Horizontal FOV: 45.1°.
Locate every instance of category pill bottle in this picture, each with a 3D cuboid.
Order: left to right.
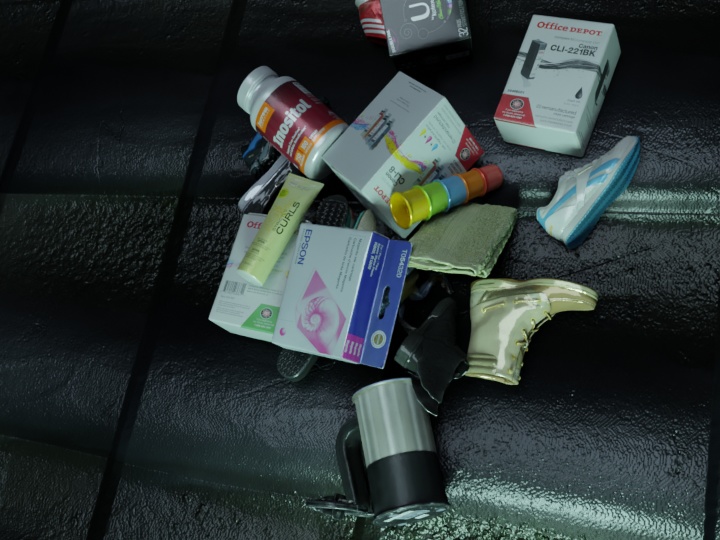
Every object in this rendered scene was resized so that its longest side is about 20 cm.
[{"bbox_3d":[-0.117,-0.258,1.494,0.199,0.113,0.113,41,88,16],"label":"pill bottle"}]

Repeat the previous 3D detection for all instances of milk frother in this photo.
[{"bbox_3d":[0.014,0.264,1.252,0.178,0.200,0.191,-21,62,18],"label":"milk frother"}]

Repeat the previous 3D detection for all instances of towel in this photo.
[{"bbox_3d":[0.157,-0.055,1.354,0.146,0.037,0.200,10,35,25],"label":"towel"}]

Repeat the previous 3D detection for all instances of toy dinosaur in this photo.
[{"bbox_3d":[0.058,0.049,1.414,0.180,0.105,0.201,-30,27,20],"label":"toy dinosaur"}]

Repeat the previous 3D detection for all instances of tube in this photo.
[{"bbox_3d":[-0.138,-0.072,1.446,0.058,0.052,0.202,32,74,-11],"label":"tube"}]

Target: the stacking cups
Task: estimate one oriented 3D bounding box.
[{"bbox_3d":[0.142,-0.127,1.378,0.198,0.061,0.061,-24,56,-25],"label":"stacking cups"}]

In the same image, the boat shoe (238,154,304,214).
[{"bbox_3d":[-0.134,-0.162,1.570,0.200,0.070,0.066,-44,77,-2],"label":"boat shoe"}]

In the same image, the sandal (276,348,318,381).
[{"bbox_3d":[-0.062,0.097,1.437,0.075,0.048,0.201,38,85,35],"label":"sandal"}]

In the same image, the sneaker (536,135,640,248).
[{"bbox_3d":[0.355,-0.134,1.338,0.201,0.077,0.081,-49,57,-4],"label":"sneaker"}]

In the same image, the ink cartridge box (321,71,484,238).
[{"bbox_3d":[0.068,-0.189,1.426,0.200,0.145,0.145,-47,42,1],"label":"ink cartridge box"}]

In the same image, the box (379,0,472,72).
[{"bbox_3d":[0.108,-0.471,1.506,0.146,0.124,0.204,-11,89,8],"label":"box"}]

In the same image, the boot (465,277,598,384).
[{"bbox_3d":[0.250,0.093,1.291,0.196,0.073,0.158,1,69,26],"label":"boot"}]

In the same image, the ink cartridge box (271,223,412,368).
[{"bbox_3d":[-0.031,0.034,1.331,0.197,0.043,0.200,7,79,36],"label":"ink cartridge box"}]

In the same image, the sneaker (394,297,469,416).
[{"bbox_3d":[0.123,0.124,1.304,0.103,0.061,0.199,34,42,16],"label":"sneaker"}]

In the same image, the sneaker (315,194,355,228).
[{"bbox_3d":[-0.048,-0.019,1.452,0.069,0.093,0.203,5,69,27],"label":"sneaker"}]

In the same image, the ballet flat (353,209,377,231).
[{"bbox_3d":[0.000,0.000,1.404,0.061,0.068,0.203,17,76,17],"label":"ballet flat"}]

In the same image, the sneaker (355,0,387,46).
[{"bbox_3d":[0.095,-0.477,1.608,0.196,0.078,0.118,-14,82,16],"label":"sneaker"}]

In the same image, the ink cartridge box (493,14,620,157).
[{"bbox_3d":[0.322,-0.304,1.415,0.142,0.084,0.203,16,76,29],"label":"ink cartridge box"}]

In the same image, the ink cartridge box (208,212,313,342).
[{"bbox_3d":[-0.155,0.014,1.491,0.143,0.087,0.204,9,74,25],"label":"ink cartridge box"}]

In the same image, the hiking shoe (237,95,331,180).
[{"bbox_3d":[-0.144,-0.261,1.606,0.199,0.074,0.087,-42,60,3],"label":"hiking shoe"}]
